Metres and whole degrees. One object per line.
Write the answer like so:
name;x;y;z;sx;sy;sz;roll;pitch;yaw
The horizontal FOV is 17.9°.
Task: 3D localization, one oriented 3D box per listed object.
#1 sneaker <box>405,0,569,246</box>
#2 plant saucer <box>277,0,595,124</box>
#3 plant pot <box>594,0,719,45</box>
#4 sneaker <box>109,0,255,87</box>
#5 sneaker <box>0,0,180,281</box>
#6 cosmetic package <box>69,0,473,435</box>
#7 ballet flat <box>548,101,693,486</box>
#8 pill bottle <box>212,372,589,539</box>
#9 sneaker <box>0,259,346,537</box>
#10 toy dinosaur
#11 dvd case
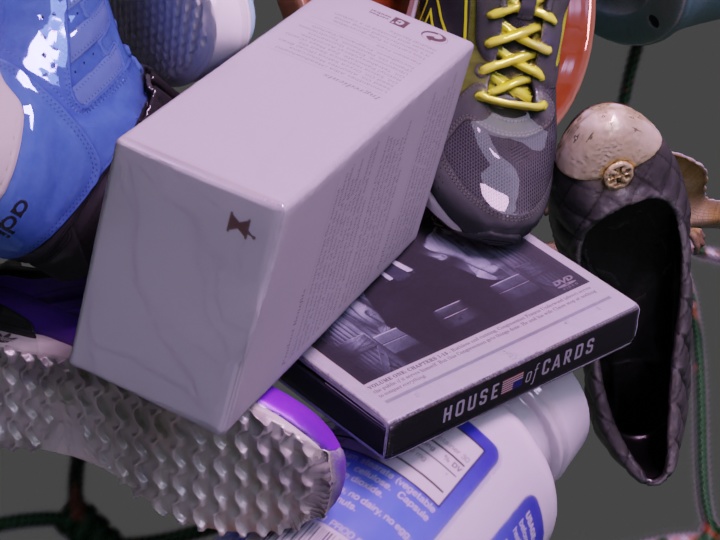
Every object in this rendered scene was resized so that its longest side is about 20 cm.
sneaker;0.056;-0.112;1.003;0.074;0.085;0.201;2;74;-21
plant saucer;0.032;-0.146;1.076;0.200;0.032;0.202;9;76;-40
plant pot;0.180;-0.217;1.186;0.188;0.200;0.200;-35;87;-25
sneaker;-0.073;-0.130;0.983;0.082;0.200;0.074;-20;111;-18
sneaker;-0.120;-0.094;0.910;0.111;0.076;0.201;29;56;-45
cosmetic package;-0.031;-0.030;0.904;0.071;0.102;0.200;23;29;13
ballet flat;0.129;0.011;1.052;0.066;0.201;0.057;-15;35;-2
pill bottle;0.014;0.111;0.972;0.112;0.112;0.200;46;53;-3
sneaker;-0.087;0.037;0.934;0.199;0.070;0.100;17;37;18
toy dinosaur;0.118;-0.034;1.106;0.199;0.101;0.059;10;60;-22
dvd case;0.000;0.000;1.001;0.150;0.025;0.200;-23;43;-36
